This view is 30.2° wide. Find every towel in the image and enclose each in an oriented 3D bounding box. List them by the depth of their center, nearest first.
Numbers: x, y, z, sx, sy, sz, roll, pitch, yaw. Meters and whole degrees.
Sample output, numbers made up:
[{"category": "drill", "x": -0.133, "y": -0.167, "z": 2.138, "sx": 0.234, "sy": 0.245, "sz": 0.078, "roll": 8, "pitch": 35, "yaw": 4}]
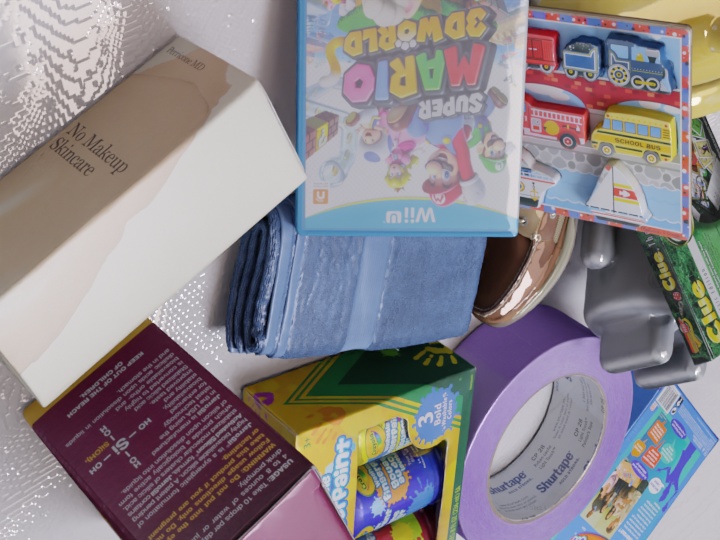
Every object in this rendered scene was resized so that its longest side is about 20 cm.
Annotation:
[{"category": "towel", "x": 0.000, "y": 0.000, "z": 0.920, "sx": 0.198, "sy": 0.048, "sz": 0.113, "roll": -2, "pitch": 112, "yaw": -40}]

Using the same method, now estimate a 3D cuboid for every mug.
[{"category": "mug", "x": 0.175, "y": -0.178, "z": 0.892, "sx": 0.151, "sy": 0.186, "sz": 0.152, "roll": -22, "pitch": 103, "yaw": -20}]

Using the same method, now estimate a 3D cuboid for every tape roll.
[{"category": "tape roll", "x": 0.135, "y": 0.133, "z": 1.104, "sx": 0.198, "sy": 0.065, "sz": 0.203, "roll": -21, "pitch": 126, "yaw": -31}]

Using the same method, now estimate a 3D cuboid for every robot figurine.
[{"category": "robot figurine", "x": 0.236, "y": -0.012, "z": 1.048, "sx": 0.168, "sy": 0.112, "sz": 0.203, "roll": 25, "pitch": 64, "yaw": -35}]

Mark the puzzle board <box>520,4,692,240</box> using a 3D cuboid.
[{"category": "puzzle board", "x": 0.118, "y": -0.099, "z": 0.865, "sx": 0.017, "sy": 0.198, "sz": 0.152, "roll": -46, "pitch": 139, "yaw": -40}]

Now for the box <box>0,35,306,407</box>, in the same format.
[{"category": "box", "x": -0.137, "y": -0.032, "z": 0.748, "sx": 0.200, "sy": 0.095, "sz": 0.078, "roll": -43, "pitch": 134, "yaw": -16}]

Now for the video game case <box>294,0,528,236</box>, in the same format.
[{"category": "video game case", "x": 0.031, "y": -0.122, "z": 0.817, "sx": 0.141, "sy": 0.018, "sz": 0.204, "roll": 0, "pitch": 103, "yaw": -5}]

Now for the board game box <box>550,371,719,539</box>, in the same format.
[{"category": "board game box", "x": 0.241, "y": 0.199, "z": 1.250, "sx": 0.201, "sy": 0.045, "sz": 0.152, "roll": -52, "pitch": 137, "yaw": -6}]

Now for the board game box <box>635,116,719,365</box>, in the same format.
[{"category": "board game box", "x": 0.239, "y": -0.044, "z": 0.975, "sx": 0.104, "sy": 0.023, "sz": 0.203, "roll": -23, "pitch": 89, "yaw": -38}]

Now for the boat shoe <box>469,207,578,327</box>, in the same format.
[{"category": "boat shoe", "x": 0.125, "y": -0.057, "z": 0.987, "sx": 0.071, "sy": 0.075, "sz": 0.202, "roll": 30, "pitch": 83, "yaw": -43}]

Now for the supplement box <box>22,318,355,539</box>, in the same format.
[{"category": "supplement box", "x": -0.096, "y": 0.138, "z": 0.805, "sx": 0.103, "sy": 0.199, "sz": 0.132, "roll": -40, "pitch": 133, "yaw": -16}]

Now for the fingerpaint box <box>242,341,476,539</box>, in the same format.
[{"category": "fingerpaint box", "x": -0.004, "y": 0.165, "z": 0.992, "sx": 0.165, "sy": 0.073, "sz": 0.203, "roll": -16, "pitch": 123, "yaw": -35}]
